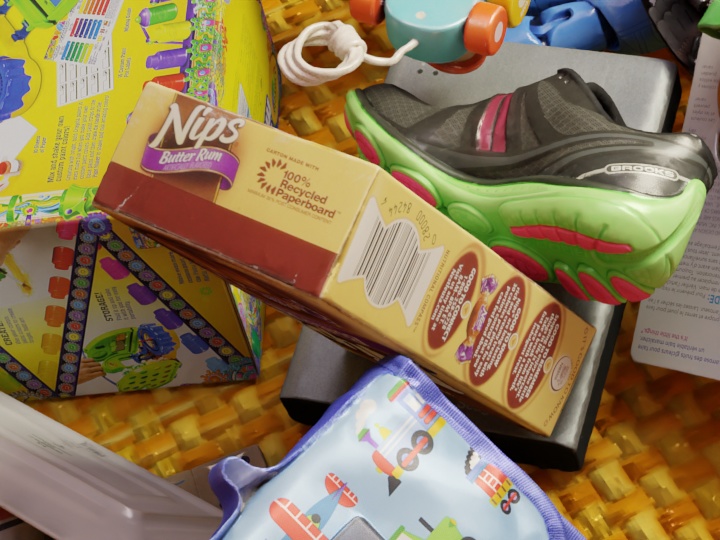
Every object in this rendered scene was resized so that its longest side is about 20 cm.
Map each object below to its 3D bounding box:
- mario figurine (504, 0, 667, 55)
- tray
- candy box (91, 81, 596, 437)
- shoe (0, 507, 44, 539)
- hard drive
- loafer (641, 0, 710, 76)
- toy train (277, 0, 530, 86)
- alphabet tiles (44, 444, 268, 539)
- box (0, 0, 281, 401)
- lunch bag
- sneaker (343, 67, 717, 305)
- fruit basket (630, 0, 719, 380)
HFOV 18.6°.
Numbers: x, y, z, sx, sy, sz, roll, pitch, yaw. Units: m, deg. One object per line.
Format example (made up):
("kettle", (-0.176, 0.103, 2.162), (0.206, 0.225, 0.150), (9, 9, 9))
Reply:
("mario figurine", (0.155, -0.125, 1.093), (0.198, 0.106, 0.125), (-15, 83, 14))
("tray", (-0.134, 0.083, 0.938), (0.199, 0.107, 0.022), (24, 94, 34))
("candy box", (0.000, 0.000, 0.864), (0.116, 0.200, 0.057), (22, 86, 34))
("shoe", (-0.235, 0.091, 0.925), (0.198, 0.092, 0.071), (-6, 2, -15))
("hard drive", (0.058, -0.013, 1.004), (0.138, 0.033, 0.202), (8, 63, 20))
("loafer", (0.190, -0.091, 0.991), (0.072, 0.063, 0.201), (-42, 75, 16))
("toy train", (-0.001, -0.147, 1.016), (0.149, 0.056, 0.201), (-14, 50, -6))
("alphabet tiles", (-0.052, 0.147, 0.931), (0.198, 0.008, 0.168), (-20, 47, -5))
("box", (-0.146, -0.054, 1.054), (0.191, 0.123, 0.201), (-5, 48, 10))
("lunch bag", (0.016, 0.140, 0.790), (0.200, 0.094, 0.151), (48, 64, -7))
("sneaker", (0.072, -0.044, 0.942), (0.199, 0.077, 0.084), (23, 60, 43))
("fruit basket", (0.203, -0.046, 0.891), (0.184, 0.093, 0.202), (10, 90, 49))
